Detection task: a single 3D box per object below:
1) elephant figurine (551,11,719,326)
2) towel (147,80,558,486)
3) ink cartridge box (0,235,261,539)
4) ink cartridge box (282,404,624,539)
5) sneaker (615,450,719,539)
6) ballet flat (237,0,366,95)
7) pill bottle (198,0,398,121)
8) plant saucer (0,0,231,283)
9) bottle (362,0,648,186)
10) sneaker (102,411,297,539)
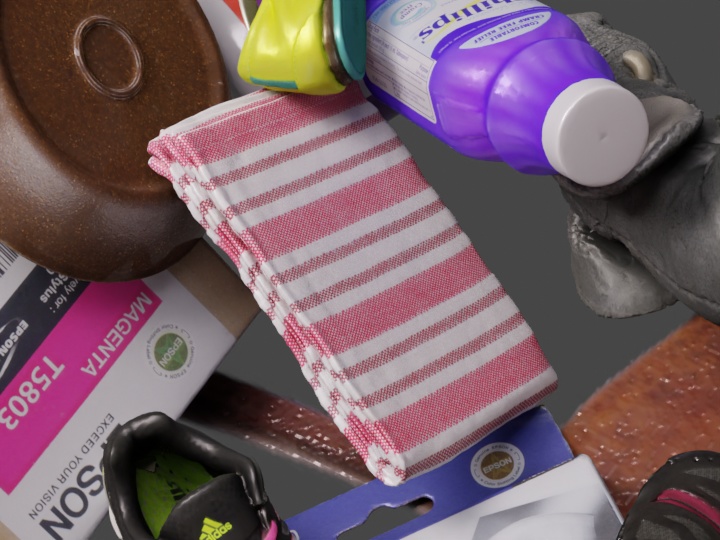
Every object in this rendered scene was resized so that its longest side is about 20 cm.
[{"bbox_3d":[0.147,-0.042,1.271,0.200,0.142,0.155,11,15,30],"label":"elephant figurine"},{"bbox_3d":[0.000,0.000,1.233,0.146,0.030,0.200,-25,78,-51],"label":"towel"},{"bbox_3d":[-0.168,0.037,1.243,0.200,0.165,0.075,-54,23,-23],"label":"ink cartridge box"},{"bbox_3d":[0.036,0.164,1.189,0.200,0.041,0.200,-25,54,-5],"label":"ink cartridge box"},{"bbox_3d":[0.140,0.126,1.135,0.200,0.077,0.084,-7,43,-42],"label":"sneaker"},{"bbox_3d":[-0.025,-0.167,1.282,0.067,0.067,0.200,-8,51,22],"label":"ballet flat"},{"bbox_3d":[0.010,-0.142,1.365,0.200,0.112,0.112,-33,55,-12],"label":"pill bottle"},{"bbox_3d":[-0.127,-0.094,1.221,0.037,0.200,0.200,-25,44,41],"label":"plant saucer"},{"bbox_3d":[0.067,-0.090,1.229,0.083,0.065,0.200,-23,27,-15],"label":"bottle"},{"bbox_3d":[-0.054,0.134,1.152,0.074,0.087,0.200,-37,57,-11],"label":"sneaker"}]
